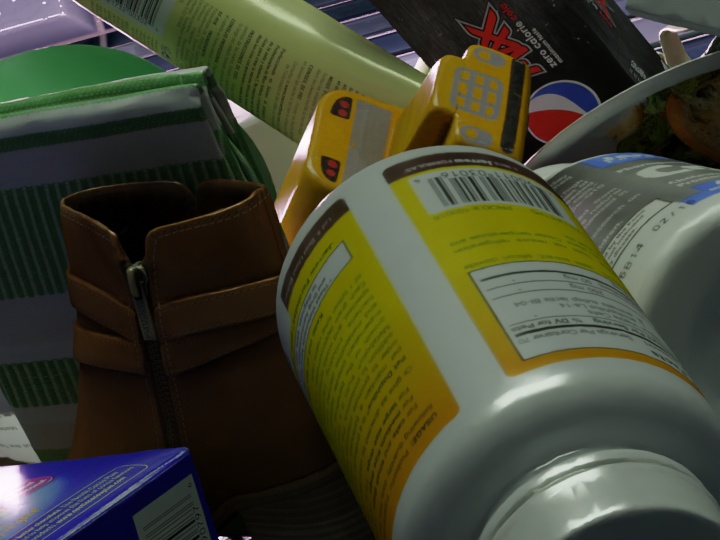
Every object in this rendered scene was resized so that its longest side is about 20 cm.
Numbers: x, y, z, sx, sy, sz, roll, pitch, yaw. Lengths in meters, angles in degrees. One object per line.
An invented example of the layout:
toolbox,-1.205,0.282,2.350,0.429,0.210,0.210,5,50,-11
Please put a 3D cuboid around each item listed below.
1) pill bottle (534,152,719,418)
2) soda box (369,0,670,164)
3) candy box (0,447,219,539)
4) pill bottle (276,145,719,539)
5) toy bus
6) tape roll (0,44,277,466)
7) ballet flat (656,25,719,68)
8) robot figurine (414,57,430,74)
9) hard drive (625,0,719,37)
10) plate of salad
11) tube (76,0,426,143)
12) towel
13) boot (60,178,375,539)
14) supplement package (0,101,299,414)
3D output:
pill bottle,0.112,0.015,1.073,0.114,0.114,0.200,-18,12,-15
soda box,0.063,-0.107,1.232,0.071,0.200,0.063,-32,31,20
candy box,-0.170,0.130,0.988,0.200,0.077,0.169,-6,16,34
pill bottle,0.048,0.050,0.908,0.109,0.109,0.200,-17,34,-8
toy bus,0.000,0.000,1.113,0.078,0.200,0.065,20,41,-6
tape roll,-0.126,0.008,1.197,0.200,0.201,0.048,-22,37,-31
ballet flat,0.166,-0.090,1.468,0.074,0.074,0.200,-23,-7,-33
robot figurine,0.078,-0.063,1.404,0.116,0.176,0.200,6,-10,3
hard drive,0.216,-0.085,1.079,0.200,0.026,0.132,17,13,28
plate of salad,0.147,-0.028,1.222,0.200,0.048,0.200,-16,-29,-9
tube,-0.029,-0.086,1.222,0.200,0.052,0.058,33,2,15
towel,-0.081,0.019,1.099,0.152,0.200,0.023,-7,32,29
boot,-0.087,0.047,1.059,0.200,0.155,0.077,-5,26,37
supplement package,-0.098,-0.004,1.415,0.120,0.121,0.200,-6,14,40
